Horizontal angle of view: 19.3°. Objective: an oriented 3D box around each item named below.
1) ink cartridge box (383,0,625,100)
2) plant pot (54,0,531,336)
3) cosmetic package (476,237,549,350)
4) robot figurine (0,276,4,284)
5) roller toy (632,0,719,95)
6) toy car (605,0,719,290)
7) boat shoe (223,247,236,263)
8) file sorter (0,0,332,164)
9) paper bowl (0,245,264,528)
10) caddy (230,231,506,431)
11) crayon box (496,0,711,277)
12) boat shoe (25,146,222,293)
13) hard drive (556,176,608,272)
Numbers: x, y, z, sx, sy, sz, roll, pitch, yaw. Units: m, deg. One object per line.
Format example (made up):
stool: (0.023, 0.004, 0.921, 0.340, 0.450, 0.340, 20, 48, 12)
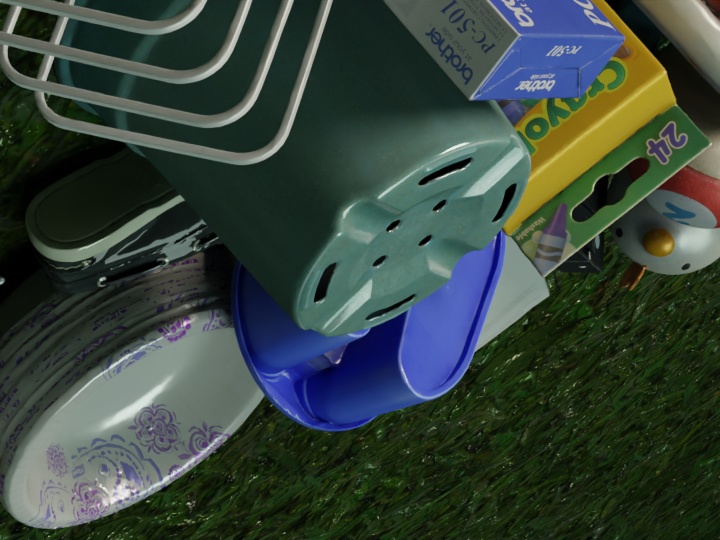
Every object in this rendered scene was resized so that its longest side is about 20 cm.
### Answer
ink cartridge box: (0.032, -0.165, 1.030, 0.094, 0.200, 0.044, -6, 141, -51)
plant pot: (-0.026, -0.084, 1.108, 0.200, 0.196, 0.200, -30, 156, -15)
cosmetic package: (0.063, -0.010, 1.526, 0.113, 0.081, 0.200, -36, 156, -5)
robot figurine: (-0.273, 0.066, 1.135, 0.200, 0.113, 0.170, -48, 157, 23)
roller toy: (0.236, -0.194, 1.292, 0.140, 0.200, 0.182, -43, 136, 9)
toy car: (0.220, -0.053, 1.448, 0.177, 0.184, 0.200, -59, 172, -53)
boat shoe: (-0.036, -0.007, 1.374, 0.202, 0.086, 0.075, -49, 156, 19)
file sorter: (-0.099, -0.143, 0.906, 0.200, 0.139, 0.125, 61, 44, -67)
paper bowl: (-0.155, 0.058, 1.303, 0.200, 0.104, 0.201, -31, 156, -15)
caddy: (0.000, 0.000, 1.276, 0.105, 0.200, 0.141, -14, 133, 43)
crayon box: (0.089, -0.113, 1.214, 0.126, 0.200, 0.052, -38, 157, 1)
boat shoe: (-0.099, -0.041, 1.221, 0.199, 0.075, 0.066, -31, 147, -26)
hard drive: (0.126, -0.086, 1.420, 0.038, 0.140, 0.200, 0, 168, 20)
